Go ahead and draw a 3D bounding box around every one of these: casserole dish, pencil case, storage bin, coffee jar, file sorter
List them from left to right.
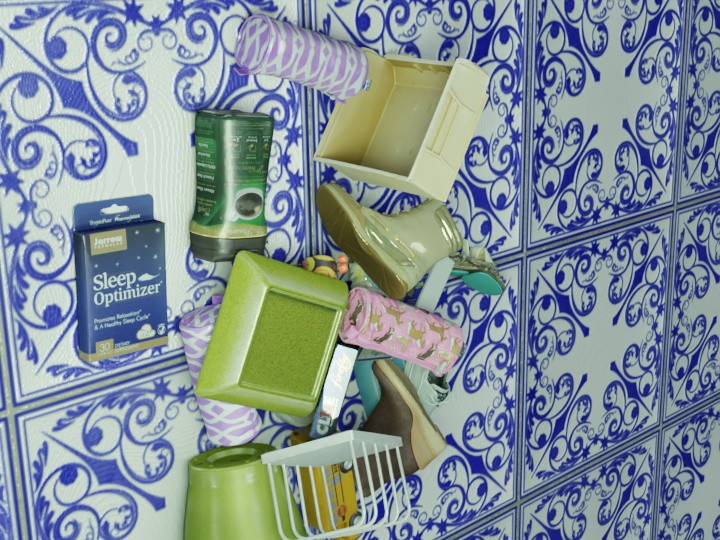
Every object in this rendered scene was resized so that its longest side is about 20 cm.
[{"bbox_3d":[-0.189,0.145,1.497,0.085,0.083,0.202,-42,129,-51],"label":"pencil case"},{"bbox_3d":[-0.174,-0.112,1.450,0.104,0.085,0.203,-5,104,-45],"label":"coffee jar"},{"bbox_3d":[-0.080,-0.291,1.497,0.199,0.084,0.086,10,118,-43],"label":"pencil case"},{"bbox_3d":[-0.026,0.304,1.508,0.200,0.137,0.126,26,49,-66],"label":"file sorter"},{"bbox_3d":[0.053,0.177,1.776,0.121,0.039,0.202,-34,123,-32],"label":"casserole dish"},{"bbox_3d":[0.058,0.090,1.572,0.199,0.086,0.083,23,99,-32],"label":"pencil case"},{"bbox_3d":[0.062,-0.218,1.563,0.093,0.199,0.200,28,82,-44],"label":"storage bin"}]

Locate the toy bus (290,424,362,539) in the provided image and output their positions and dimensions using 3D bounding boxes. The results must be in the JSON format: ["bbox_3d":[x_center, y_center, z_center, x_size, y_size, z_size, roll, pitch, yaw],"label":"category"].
[{"bbox_3d":[-0.052,0.337,1.701,0.078,0.065,0.202,-25,117,-36],"label":"toy bus"}]

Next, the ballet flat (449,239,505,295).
[{"bbox_3d":[0.180,-0.014,1.831,0.199,0.067,0.076,18,69,-43],"label":"ballet flat"}]

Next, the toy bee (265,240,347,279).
[{"bbox_3d":[-0.059,0.027,1.565,0.200,0.108,0.132,49,28,-61],"label":"toy bee"}]

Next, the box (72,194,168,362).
[{"bbox_3d":[-0.308,0.009,1.395,0.120,0.032,0.203,-13,109,-40],"label":"box"}]

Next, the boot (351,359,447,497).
[{"bbox_3d":[0.025,0.251,1.716,0.165,0.072,0.201,-30,104,9],"label":"boot"}]

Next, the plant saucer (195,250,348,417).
[{"bbox_3d":[-0.104,0.095,1.456,0.199,0.048,0.202,18,90,-40],"label":"plant saucer"}]

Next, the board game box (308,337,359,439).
[{"bbox_3d":[-0.035,0.171,1.604,0.200,0.034,0.137,21,85,-89],"label":"board game box"}]

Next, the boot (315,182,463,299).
[{"bbox_3d":[0.044,-0.073,1.585,0.155,0.200,0.073,-36,167,-32],"label":"boot"}]

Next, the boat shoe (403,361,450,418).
[{"bbox_3d":[0.110,0.185,1.755,0.070,0.071,0.203,4,99,-43],"label":"boat shoe"}]

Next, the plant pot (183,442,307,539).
[{"bbox_3d":[-0.167,0.353,1.529,0.199,0.199,0.195,-12,98,-40],"label":"plant pot"}]

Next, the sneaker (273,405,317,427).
[{"bbox_3d":[-0.102,0.154,1.595,0.076,0.080,0.202,-37,125,-32],"label":"sneaker"}]

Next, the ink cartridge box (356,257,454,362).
[{"bbox_3d":[0.071,0.065,1.695,0.039,0.099,0.201,39,64,-25],"label":"ink cartridge box"}]

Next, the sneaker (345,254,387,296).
[{"bbox_3d":[0.000,0.000,1.635,0.131,0.079,0.201,55,41,-35],"label":"sneaker"}]
